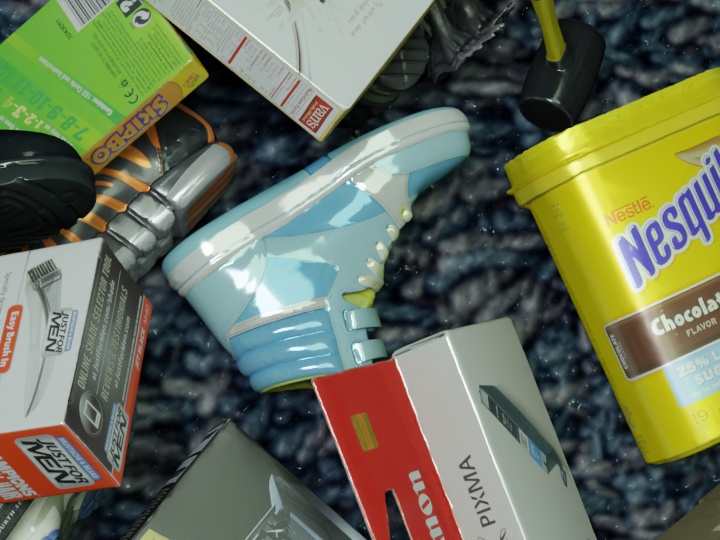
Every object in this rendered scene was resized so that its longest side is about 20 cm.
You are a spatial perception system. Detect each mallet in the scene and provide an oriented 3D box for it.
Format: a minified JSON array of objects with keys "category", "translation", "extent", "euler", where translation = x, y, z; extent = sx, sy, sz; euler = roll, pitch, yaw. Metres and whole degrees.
[{"category":"mallet","translation":[0.110,-0.167,1.159],"extent":[0.041,0.201,0.066],"euler":[14,58,23]}]

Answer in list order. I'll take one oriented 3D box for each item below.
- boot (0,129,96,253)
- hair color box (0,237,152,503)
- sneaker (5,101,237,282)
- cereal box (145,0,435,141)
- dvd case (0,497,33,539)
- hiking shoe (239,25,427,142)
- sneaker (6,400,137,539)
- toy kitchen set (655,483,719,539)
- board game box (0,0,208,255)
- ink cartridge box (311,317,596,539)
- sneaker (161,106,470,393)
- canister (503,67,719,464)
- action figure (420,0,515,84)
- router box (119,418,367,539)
[{"category":"boot","translation":[-0.230,-0.088,1.024],"extent":[0.076,0.199,0.169],"euler":[28,52,-57]},{"category":"hair color box","translation":[-0.211,0.059,0.984],"extent":[0.199,0.064,0.111],"euler":[-10,50,21]},{"category":"sneaker","translation":[-0.171,-0.028,1.093],"extent":[0.112,0.078,0.200],"euler":[41,68,7]},{"category":"cereal box","translation":[-0.057,-0.180,1.062],"extent":[0.200,0.040,0.144],"euler":[38,51,-3]},{"category":"dvd case","translation":[-0.253,0.140,0.996],"extent":[0.201,0.145,0.022],"euler":[-56,142,-20]},{"category":"hiking shoe","translation":[-0.062,-0.149,1.132],"extent":[0.200,0.101,0.076],"euler":[40,47,0]},{"category":"sneaker","translation":[-0.180,0.104,1.048],"extent":[0.085,0.077,0.201],"euler":[18,56,9]},{"category":"toy kitchen set","translation":[0.291,0.178,1.126],"extent":[0.200,0.180,0.164],"euler":[-36,90,-18]},{"category":"board game box","translation":[-0.181,-0.074,1.056],"extent":[0.200,0.030,0.096],"euler":[-39,60,4]},{"category":"ink cartridge box","translation":[0.067,0.133,1.086],"extent":[0.176,0.045,0.201],"euler":[-9,77,-62]},{"category":"sneaker","translation":[0.000,0.000,1.133],"extent":[0.199,0.080,0.131],"euler":[-30,85,-12]},{"category":"canister","translation":[0.193,-0.002,1.191],"extent":[0.148,0.087,0.201],"euler":[-23,86,-21]},{"category":"action figure","translation":[0.014,-0.215,1.170],"extent":[0.200,0.102,0.119],"euler":[49,33,-5]},{"category":"router box","translation":[-0.051,0.206,1.078],"extent":[0.200,0.052,0.157],"euler":[42,69,-4]}]
